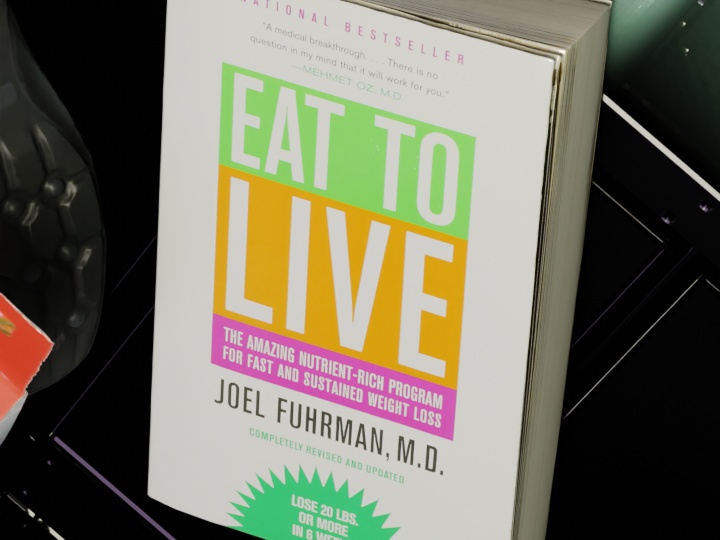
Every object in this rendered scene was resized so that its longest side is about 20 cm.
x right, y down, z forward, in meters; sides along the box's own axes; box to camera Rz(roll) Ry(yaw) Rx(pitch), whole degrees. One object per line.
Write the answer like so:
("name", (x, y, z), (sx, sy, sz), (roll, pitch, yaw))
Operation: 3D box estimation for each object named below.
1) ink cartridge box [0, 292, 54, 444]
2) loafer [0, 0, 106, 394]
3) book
("ink cartridge box", (-0.180, 0.004, 0.905), (0.163, 0.057, 0.200), (43, 166, -1))
("loafer", (-0.134, -0.053, 0.916), (0.070, 0.068, 0.201), (28, 141, 53))
("book", (0.000, 0.000, 0.894), (0.133, 0.048, 0.200), (15, 122, 20))
